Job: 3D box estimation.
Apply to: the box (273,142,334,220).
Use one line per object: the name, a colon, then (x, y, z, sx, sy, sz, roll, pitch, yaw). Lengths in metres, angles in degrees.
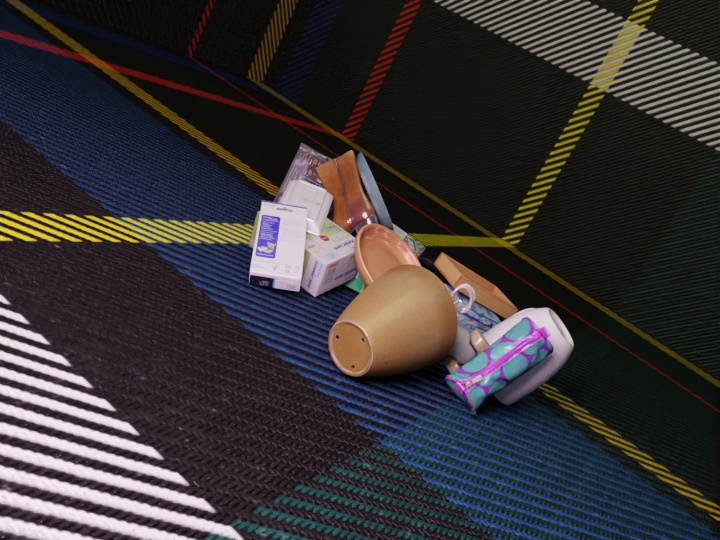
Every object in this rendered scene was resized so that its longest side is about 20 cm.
box: (-0.118, -0.178, 1.743, 0.155, 0.203, 0.050, 25, 19, -10)

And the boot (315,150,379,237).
boot: (-0.066, -0.149, 1.655, 0.068, 0.186, 0.204, 3, 62, -64)

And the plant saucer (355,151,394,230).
plant saucer: (0.029, -0.184, 1.731, 0.200, 0.027, 0.204, -24, 91, -88)

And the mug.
mug: (0.333, 0.149, 1.478, 0.148, 0.174, 0.201, 46, 22, -18)

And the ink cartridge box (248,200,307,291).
ink cartridge box: (-0.155, -0.050, 1.390, 0.097, 0.040, 0.203, 8, 45, -6)

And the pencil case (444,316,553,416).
pencil case: (0.256, 0.173, 1.330, 0.086, 0.198, 0.093, 52, -7, 14)

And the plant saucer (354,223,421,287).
plant saucer: (0.057, -0.002, 1.487, 0.198, 0.037, 0.203, 33, 38, -29)

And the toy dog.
toy dog: (0.165, 0.108, 1.384, 0.097, 0.130, 0.203, -118, -173, -66)

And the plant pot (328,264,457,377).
plant pot: (0.039, 0.102, 1.237, 0.185, 0.189, 0.198, 36, 31, 25)

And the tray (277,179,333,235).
tray: (-0.117, -0.143, 1.545, 0.105, 0.022, 0.201, 21, 30, -5)

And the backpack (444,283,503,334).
backpack: (0.227, 0.114, 1.607, 0.196, 0.156, 0.164, 7, 30, -24)

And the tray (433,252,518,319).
tray: (0.254, 0.037, 1.591, 0.198, 0.037, 0.099, 30, 16, -37)

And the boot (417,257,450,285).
boot: (0.167, 0.033, 1.705, 0.163, 0.067, 0.199, 7, -17, 43)

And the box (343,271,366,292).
box: (0.000, 0.000, 1.663, 0.116, 0.049, 0.199, 26, 12, 19)

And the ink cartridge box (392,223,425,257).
ink cartridge box: (0.088, -0.048, 1.745, 0.108, 0.051, 0.200, 35, 19, 5)

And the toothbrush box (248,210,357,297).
toothbrush box: (-0.111, -0.052, 1.514, 0.199, 0.087, 0.145, 37, 34, 22)
